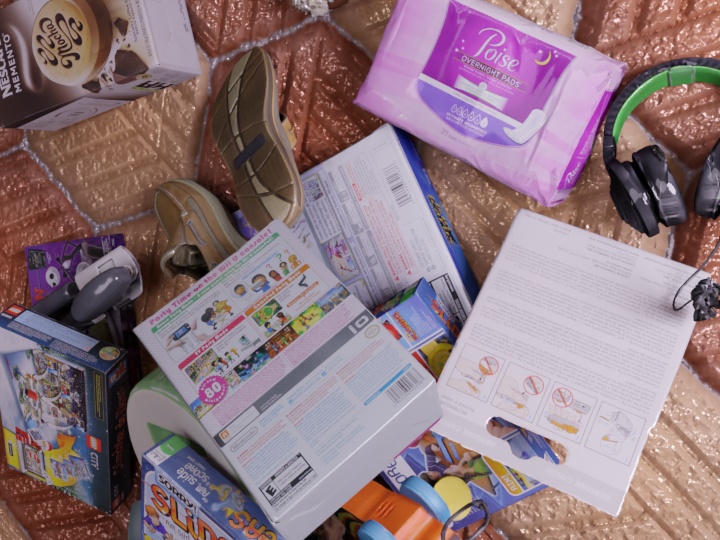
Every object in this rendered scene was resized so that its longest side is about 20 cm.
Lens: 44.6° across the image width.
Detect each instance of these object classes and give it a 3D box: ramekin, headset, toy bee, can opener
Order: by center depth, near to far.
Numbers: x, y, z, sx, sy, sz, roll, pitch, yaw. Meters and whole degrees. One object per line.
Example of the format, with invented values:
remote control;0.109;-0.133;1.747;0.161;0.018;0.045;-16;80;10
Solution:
headset;0.241;-0.064;0.640;0.122;0.094;0.203;-5;75;21
toy bee;0.047;0.227;0.686;0.130;0.200;0.109;-34;104;-4
ramekin;-0.118;0.155;0.781;0.199;0.097;0.202;26;132;33
can opener;-0.300;0.040;0.882;0.199;0.067;0.054;-29;84;23

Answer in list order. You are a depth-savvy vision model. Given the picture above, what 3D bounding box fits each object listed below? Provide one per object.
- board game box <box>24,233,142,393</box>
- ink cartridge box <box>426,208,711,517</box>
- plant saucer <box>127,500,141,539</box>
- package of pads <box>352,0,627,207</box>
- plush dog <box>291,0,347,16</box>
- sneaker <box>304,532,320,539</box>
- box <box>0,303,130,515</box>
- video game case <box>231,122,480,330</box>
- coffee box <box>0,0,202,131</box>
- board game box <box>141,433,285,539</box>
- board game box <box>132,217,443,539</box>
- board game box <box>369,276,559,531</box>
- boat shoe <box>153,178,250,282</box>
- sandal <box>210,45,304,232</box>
board game box;-0.292;0.068;0.934;0.119;0.032;0.203;-6;93;28
ink cartridge box;0.157;0.066;0.675;0.159;0.050;0.202;22;72;19
plant saucer;-0.167;0.312;0.840;0.200;0.039;0.203;28;137;29
package of pads;0.102;-0.149;0.712;0.199;0.075;0.122;31;111;20
plush dog;-0.042;-0.331;0.705;0.200;0.171;0.161;-45;78;21
sneaker;-0.029;0.274;0.798;0.198;0.076;0.115;-29;109;27
box;-0.301;0.144;0.890;0.135;0.038;0.202;20;126;14
video game case;0.000;0.000;0.789;0.180;0.045;0.202;-26;85;23
coffee box;-0.269;-0.220;0.865;0.198;0.080;0.115;-15;90;24
board game box;-0.096;0.238;0.690;0.199;0.034;0.137;32;130;27
board game box;-0.057;0.076;0.660;0.147;0.065;0.200;-38;58;-11
board game box;0.057;0.123;0.746;0.135;0.035;0.201;-33;100;26
boat shoe;-0.150;-0.021;0.804;0.200;0.076;0.072;39;138;39
sandal;-0.085;-0.113;0.795;0.080;0.054;0.202;-34;57;25
